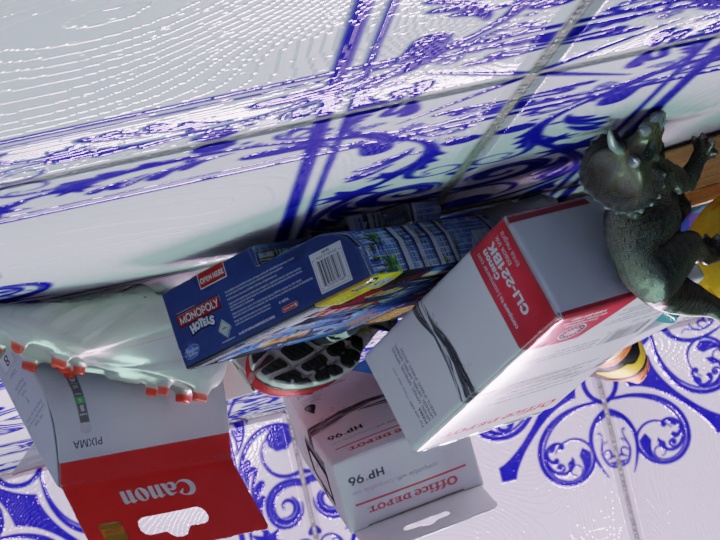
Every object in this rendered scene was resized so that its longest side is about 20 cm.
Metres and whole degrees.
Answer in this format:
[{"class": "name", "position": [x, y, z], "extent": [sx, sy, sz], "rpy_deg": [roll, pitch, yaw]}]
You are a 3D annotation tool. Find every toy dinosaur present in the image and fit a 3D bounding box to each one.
[{"class": "toy dinosaur", "position": [0.191, -0.028, 1.528], "extent": [0.077, 0.200, 0.102], "rpy_deg": [16, -140, 41]}]

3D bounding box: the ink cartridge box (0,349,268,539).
[{"class": "ink cartridge box", "position": [-0.165, 0.112, 1.738], "extent": [0.161, 0.200, 0.050], "rpy_deg": [-8, 143, -40]}]

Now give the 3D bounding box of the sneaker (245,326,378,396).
[{"class": "sneaker", "position": [-0.038, 0.071, 1.883], "extent": [0.085, 0.077, 0.200], "rpy_deg": [-57, 168, 27]}]

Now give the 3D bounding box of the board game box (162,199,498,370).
[{"class": "board game box", "position": [0.000, 0.000, 1.659], "extent": [0.200, 0.062, 0.200], "rpy_deg": [-26, 169, 42]}]

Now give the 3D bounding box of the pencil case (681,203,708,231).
[{"class": "pencil case", "position": [0.273, -0.023, 1.972], "extent": [0.200, 0.078, 0.087], "rpy_deg": [-20, -149, 45]}]

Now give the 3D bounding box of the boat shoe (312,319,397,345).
[{"class": "boat shoe", "position": [-0.025, 0.025, 1.800], "extent": [0.072, 0.065, 0.200], "rpy_deg": [1, -177, 32]}]

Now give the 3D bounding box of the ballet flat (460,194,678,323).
[{"class": "ballet flat", "position": [0.153, -0.019, 1.732], "extent": [0.200, 0.070, 0.069], "rpy_deg": [18, 173, 1]}]

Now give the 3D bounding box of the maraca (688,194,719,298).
[{"class": "maraca", "position": [0.311, -0.010, 1.615], "extent": [0.137, 0.107, 0.200], "rpy_deg": [-2, -174, -40]}]

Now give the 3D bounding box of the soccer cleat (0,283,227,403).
[{"class": "soccer cleat", "position": [-0.186, 0.043, 1.695], "extent": [0.200, 0.078, 0.069], "rpy_deg": [15, 168, -32]}]

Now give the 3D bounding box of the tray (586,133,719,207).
[{"class": "tray", "position": [0.269, -0.078, 1.664], "extent": [0.200, 0.037, 0.099], "rpy_deg": [-17, 173, 37]}]

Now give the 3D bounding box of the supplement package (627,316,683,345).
[{"class": "supplement package", "position": [0.148, 0.029, 1.854], "extent": [0.200, 0.111, 0.156], "rpy_deg": [-26, 175, -4]}]

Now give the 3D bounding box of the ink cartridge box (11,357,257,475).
[{"class": "ink cartridge box", "position": [-0.170, 0.104, 1.921], "extent": [0.200, 0.045, 0.176], "rpy_deg": [-18, -150, 35]}]

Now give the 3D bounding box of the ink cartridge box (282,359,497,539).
[{"class": "ink cartridge box", "position": [0.022, 0.141, 1.874], "extent": [0.116, 0.068, 0.200], "rpy_deg": [-20, -156, -10]}]

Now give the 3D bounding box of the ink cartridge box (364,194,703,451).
[{"class": "ink cartridge box", "position": [0.117, 0.034, 1.625], "extent": [0.144, 0.084, 0.200], "rpy_deg": [-14, 158, -39]}]

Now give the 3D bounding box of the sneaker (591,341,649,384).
[{"class": "sneaker", "position": [0.162, 0.052, 2.021], "extent": [0.200, 0.070, 0.090], "rpy_deg": [22, 163, 41]}]
